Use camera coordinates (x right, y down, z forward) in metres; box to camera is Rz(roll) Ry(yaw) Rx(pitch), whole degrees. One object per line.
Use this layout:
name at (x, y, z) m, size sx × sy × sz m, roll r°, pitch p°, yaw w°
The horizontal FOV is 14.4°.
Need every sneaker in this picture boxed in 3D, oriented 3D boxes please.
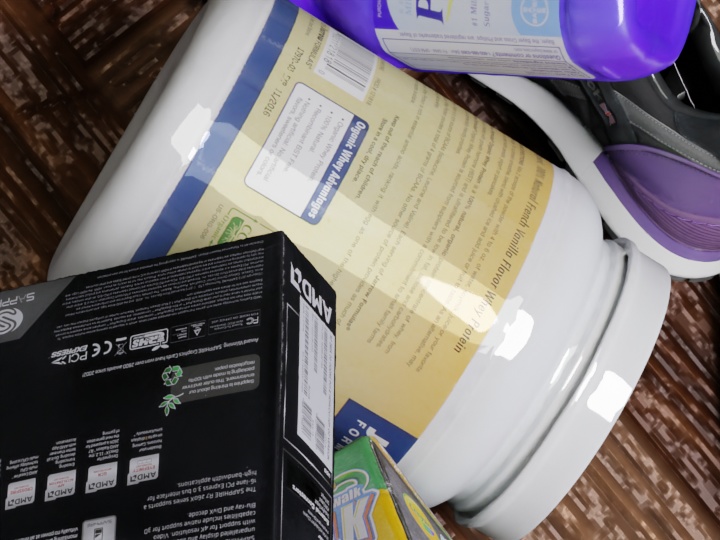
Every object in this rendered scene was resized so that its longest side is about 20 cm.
sneaker at (0.094, -0.097, 1.103) m, size 0.076 × 0.088 × 0.200 m, roll -30°, pitch 69°, yaw -37°

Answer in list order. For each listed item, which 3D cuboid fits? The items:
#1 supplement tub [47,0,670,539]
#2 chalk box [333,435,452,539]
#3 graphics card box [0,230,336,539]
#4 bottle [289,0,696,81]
supplement tub at (0.000, 0.000, 1.054) m, size 0.200 × 0.144 × 0.145 m, roll 31°, pitch 74°, yaw -7°
chalk box at (-0.008, 0.154, 0.988) m, size 0.124 × 0.200 × 0.125 m, roll -32°, pitch 127°, yaw 6°
graphics card box at (-0.073, 0.093, 0.922) m, size 0.125 × 0.051 × 0.201 m, roll -13°, pitch 58°, yaw 20°
bottle at (0.029, -0.117, 1.066) m, size 0.065 × 0.199 × 0.084 m, roll 23°, pitch 77°, yaw -54°
